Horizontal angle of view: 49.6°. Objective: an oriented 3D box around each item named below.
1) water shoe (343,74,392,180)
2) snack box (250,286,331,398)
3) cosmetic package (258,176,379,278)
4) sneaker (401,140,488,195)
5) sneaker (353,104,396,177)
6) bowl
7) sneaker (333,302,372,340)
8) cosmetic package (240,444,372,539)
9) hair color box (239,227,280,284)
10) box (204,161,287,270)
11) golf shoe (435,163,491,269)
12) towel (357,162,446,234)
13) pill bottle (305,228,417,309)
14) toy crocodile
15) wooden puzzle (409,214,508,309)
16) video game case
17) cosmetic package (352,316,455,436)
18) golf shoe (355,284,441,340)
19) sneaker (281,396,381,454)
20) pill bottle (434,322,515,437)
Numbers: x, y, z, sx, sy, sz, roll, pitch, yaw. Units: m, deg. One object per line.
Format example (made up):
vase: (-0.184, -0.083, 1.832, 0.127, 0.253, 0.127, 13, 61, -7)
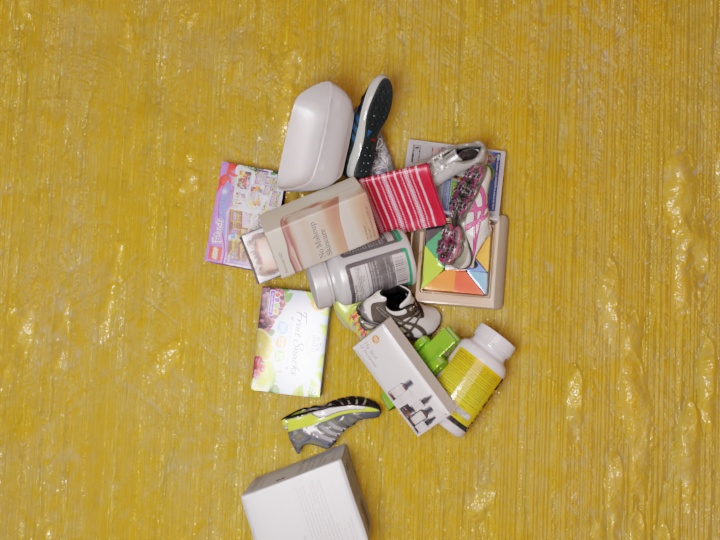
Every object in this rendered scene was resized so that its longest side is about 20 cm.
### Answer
water shoe: (-0.003, -0.275, 1.469, 0.078, 0.071, 0.204, 26, 104, 35)
snack box: (-0.134, 0.140, 1.537, 0.139, 0.053, 0.205, 6, 87, 1)
cosmetic package: (-0.077, -0.080, 1.432, 0.197, 0.088, 0.105, -23, 120, -5)
sneaker: (0.154, -0.203, 1.500, 0.197, 0.087, 0.076, -27, 78, -2)
sneaker: (0.020, -0.232, 1.539, 0.073, 0.082, 0.204, -22, 86, 1)
bowl: (-0.079, -0.242, 1.473, 0.073, 0.199, 0.204, 13, 86, -25)
sneaker: (0.022, 0.109, 1.514, 0.200, 0.090, 0.078, 44, 91, 6)
cosmetic package: (-0.096, 0.450, 1.459, 0.196, 0.167, 0.170, -20, 87, 0)
hair color box: (-0.126, -0.056, 1.519, 0.197, 0.060, 0.102, -23, 94, -11)
box: (-0.227, -0.106, 1.563, 0.134, 0.039, 0.205, 10, 87, 2)
golf shoe: (0.213, -0.103, 1.492, 0.091, 0.072, 0.204, 13, 100, -29)
towel: (0.057, -0.124, 1.500, 0.196, 0.023, 0.146, -13, 128, 13)
pill bottle: (0.000, 0.000, 1.482, 0.196, 0.113, 0.116, -16, 86, -10)
toy crocodile: (0.113, 0.190, 1.479, 0.067, 0.062, 0.201, 44, 99, 28)
wooden puzzle: (0.192, -0.024, 1.541, 0.195, 0.037, 0.190, 5, 86, 3)
video game case: (0.183, -0.179, 1.547, 0.195, 0.018, 0.147, 8, 77, 5)
cosmetic package: (0.079, 0.192, 1.410, 0.082, 0.051, 0.201, -38, 88, 21)
golf shoe: (0.090, 0.077, 1.472, 0.095, 0.197, 0.079, -51, 49, 37)
sneaker: (-0.052, 0.301, 1.522, 0.196, 0.074, 0.083, -14, 95, 8)
pill bottle: (0.206, 0.206, 1.488, 0.112, 0.112, 0.202, 36, 89, 4)
